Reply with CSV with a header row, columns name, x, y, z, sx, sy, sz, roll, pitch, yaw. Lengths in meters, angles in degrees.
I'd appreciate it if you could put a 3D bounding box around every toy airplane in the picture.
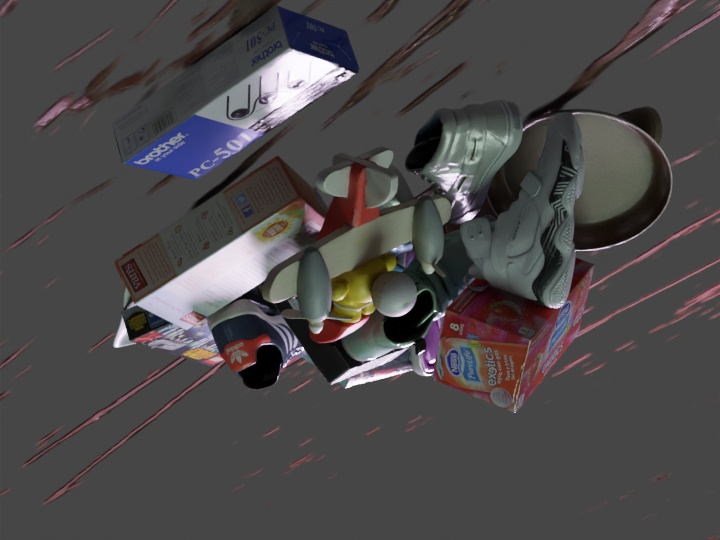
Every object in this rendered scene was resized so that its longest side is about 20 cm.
name,x,y,z,sx,sy,sz,roll,pitch,yaw
toy airplane,0.005,-0.018,1.480,0.200,0.141,0.199,-47,156,-2

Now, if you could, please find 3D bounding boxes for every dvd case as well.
name,x,y,z,sx,sy,sz,roll,pitch,yaw
dvd case,-0.010,0.086,1.882,0.200,0.146,0.022,-10,127,-53

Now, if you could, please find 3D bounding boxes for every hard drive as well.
name,x,y,z,sx,sy,sz,roll,pitch,yaw
hard drive,-0.026,0.052,1.727,0.038,0.140,0.200,-38,172,20

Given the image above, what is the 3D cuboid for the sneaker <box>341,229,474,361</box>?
name,x,y,z,sx,sy,sz,roll,pitch,yaw
sneaker,0.079,0.024,1.620,0.200,0.074,0.118,-42,-170,-22

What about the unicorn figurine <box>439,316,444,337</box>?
name,x,y,z,sx,sy,sz,roll,pitch,yaw
unicorn figurine,0.128,0.038,1.794,0.074,0.138,0.200,-3,-173,3

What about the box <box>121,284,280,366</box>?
name,x,y,z,sx,sy,sz,roll,pitch,yaw
box,-0.161,0.054,1.729,0.137,0.040,0.200,-23,161,16

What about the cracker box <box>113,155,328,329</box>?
name,x,y,z,sx,sy,sz,roll,pitch,yaw
cracker box,-0.133,-0.025,1.550,0.200,0.058,0.134,-33,160,6

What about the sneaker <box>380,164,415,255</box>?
name,x,y,z,sx,sy,sz,roll,pitch,yaw
sneaker,0.025,-0.052,1.649,0.082,0.074,0.200,-23,161,5

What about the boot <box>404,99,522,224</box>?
name,x,y,z,sx,sy,sz,roll,pitch,yaw
boot,0.087,-0.111,1.566,0.095,0.074,0.200,-3,151,-19

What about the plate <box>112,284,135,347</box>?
name,x,y,z,sx,sy,sz,roll,pitch,yaw
plate,-0.180,0.021,1.728,0.199,0.032,0.200,-12,161,-18

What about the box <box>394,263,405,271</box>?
name,x,y,z,sx,sy,sz,roll,pitch,yaw
box,0.000,0.000,1.694,0.200,0.082,0.049,25,93,-54

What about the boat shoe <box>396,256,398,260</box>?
name,x,y,z,sx,sy,sz,roll,pitch,yaw
boat shoe,0.071,0.022,1.932,0.067,0.057,0.200,-15,162,-9

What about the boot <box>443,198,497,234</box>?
name,x,y,z,sx,sy,sz,roll,pitch,yaw
boot,0.158,-0.035,1.836,0.200,0.074,0.155,-4,164,-22

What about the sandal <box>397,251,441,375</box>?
name,x,y,z,sx,sy,sz,roll,pitch,yaw
sandal,0.090,0.037,1.840,0.050,0.203,0.082,14,-143,32

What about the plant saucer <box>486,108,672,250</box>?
name,x,y,z,sx,sy,sz,roll,pitch,yaw
plant saucer,0.234,-0.102,1.639,0.200,0.032,0.200,5,137,4

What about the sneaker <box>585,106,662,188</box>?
name,x,y,z,sx,sy,sz,roll,pitch,yaw
sneaker,0.243,-0.116,1.679,0.075,0.070,0.200,7,147,-38

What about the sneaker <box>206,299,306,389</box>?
name,x,y,z,sx,sy,sz,roll,pitch,yaw
sneaker,-0.104,0.094,1.699,0.075,0.085,0.200,-27,160,19

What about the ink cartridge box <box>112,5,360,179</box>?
name,x,y,z,sx,sy,sz,roll,pitch,yaw
ink cartridge box,-0.107,-0.146,1.291,0.200,0.044,0.094,-30,157,31

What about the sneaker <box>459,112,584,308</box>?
name,x,y,z,sx,sy,sz,roll,pitch,yaw
sneaker,0.165,-0.065,1.562,0.115,0.200,0.075,6,-175,14

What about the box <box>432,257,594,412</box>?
name,x,y,z,sx,sy,sz,roll,pitch,yaw
box,0.166,0.054,1.634,0.200,0.100,0.096,-41,145,-53
